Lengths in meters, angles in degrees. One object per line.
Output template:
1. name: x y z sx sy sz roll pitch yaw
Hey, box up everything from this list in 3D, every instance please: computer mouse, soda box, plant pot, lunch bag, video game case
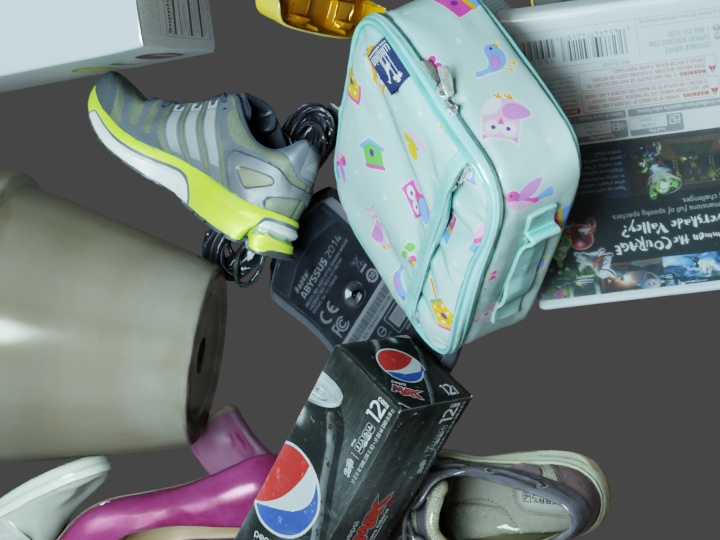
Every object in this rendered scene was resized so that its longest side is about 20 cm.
1. computer mouse: 0.000 0.000 1.362 0.200 0.053 0.139 45 110 25
2. soda box: -0.015 0.136 1.307 0.063 0.071 0.200 44 121 30
3. plant pot: -0.181 0.043 1.369 0.173 0.200 0.201 9 97 6
4. lunch bag: 0.052 -0.053 1.222 0.077 0.200 0.161 -20 62 -18
5. video game case: 0.187 -0.073 1.224 0.199 0.023 0.182 -7 112 10

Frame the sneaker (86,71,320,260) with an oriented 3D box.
1. sneaker: -0.096 -0.082 1.367 0.200 0.074 0.081 35 97 33

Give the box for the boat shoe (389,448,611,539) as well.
1. boat shoe: 0.055 0.151 1.338 0.199 0.065 0.072 -5 94 22

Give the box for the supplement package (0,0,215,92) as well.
1. supplement package: -0.216 -0.202 1.396 0.199 0.111 0.156 -8 90 22

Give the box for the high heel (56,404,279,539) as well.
1. high heel: -0.130 0.184 1.408 0.200 0.067 0.096 -42 68 15

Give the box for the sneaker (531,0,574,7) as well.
1. sneaker: 0.193 -0.130 1.269 0.199 0.085 0.075 22 77 -2

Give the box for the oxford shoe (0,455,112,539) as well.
1. oxford shoe: -0.233 0.186 1.447 0.200 0.075 0.058 -38 74 26

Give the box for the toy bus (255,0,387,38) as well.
1. toy bus: -0.050 -0.263 1.327 0.192 0.136 0.201 23 104 32

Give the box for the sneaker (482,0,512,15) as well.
1. sneaker: 0.103 -0.078 1.313 0.071 0.073 0.200 -36 84 49
